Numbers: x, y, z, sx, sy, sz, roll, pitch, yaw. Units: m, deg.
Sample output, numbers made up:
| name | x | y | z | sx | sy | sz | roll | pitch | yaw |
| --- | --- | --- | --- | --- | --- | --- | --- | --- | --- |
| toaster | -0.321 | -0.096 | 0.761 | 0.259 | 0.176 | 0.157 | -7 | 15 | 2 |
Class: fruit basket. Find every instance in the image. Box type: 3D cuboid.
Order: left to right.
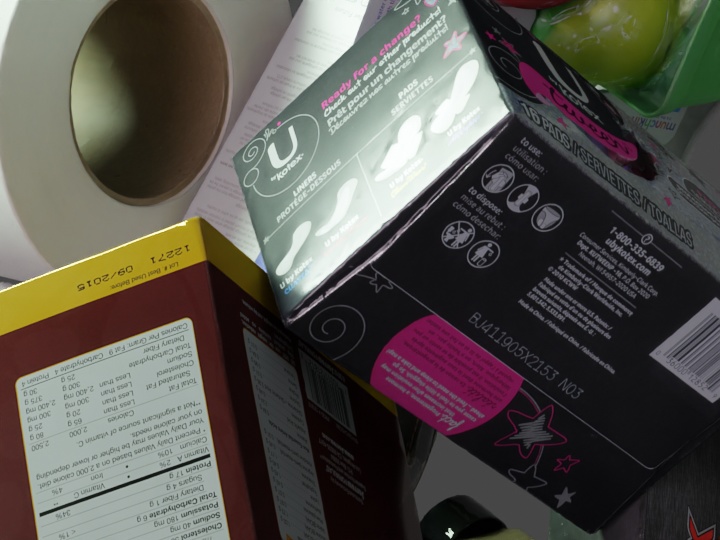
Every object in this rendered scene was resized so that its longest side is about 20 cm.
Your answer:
| name | x | y | z | sx | sy | sz | roll | pitch | yaw |
| --- | --- | --- | --- | --- | --- | --- | --- | --- | --- |
| fruit basket | 0.096 | -0.148 | 1.208 | 0.094 | 0.199 | 0.186 | 47 | 121 | 50 |

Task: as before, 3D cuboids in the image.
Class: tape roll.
| name | x | y | z | sx | sy | sz | roll | pitch | yaw |
| --- | --- | --- | --- | --- | --- | --- | --- | --- | --- |
| tape roll | -0.147 | -0.093 | 1.386 | 0.139 | 0.202 | 0.204 | 13 | 100 | 40 |

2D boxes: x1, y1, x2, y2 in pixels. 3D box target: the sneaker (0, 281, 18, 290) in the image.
| name | x | y | z | sx | sy | sz | roll | pitch | yaw |
| --- | --- | --- | --- | --- | --- | --- | --- | --- | --- |
| sneaker | -0.170 | 0.064 | 1.458 | 0.087 | 0.075 | 0.200 | 20 | 140 | -6 |

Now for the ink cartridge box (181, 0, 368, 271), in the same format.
| name | x | y | z | sx | sy | sz | roll | pitch | yaw |
| --- | --- | --- | --- | --- | --- | --- | --- | --- | --- |
| ink cartridge box | -0.020 | -0.049 | 1.351 | 0.094 | 0.037 | 0.201 | 23 | 77 | 34 |

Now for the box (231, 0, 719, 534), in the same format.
| name | x | y | z | sx | sy | sz | roll | pitch | yaw |
| --- | --- | --- | --- | --- | --- | --- | --- | --- | --- |
| box | 0.066 | -0.008 | 1.170 | 0.132 | 0.200 | 0.115 | -42 | 39 | 17 |

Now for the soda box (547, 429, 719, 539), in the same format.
| name | x | y | z | sx | sy | sz | roll | pitch | yaw |
| --- | --- | --- | --- | --- | --- | --- | --- | --- | --- |
| soda box | 0.121 | 0.142 | 1.221 | 0.071 | 0.063 | 0.201 | -31 | 41 | 44 |

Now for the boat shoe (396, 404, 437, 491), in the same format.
| name | x | y | z | sx | sy | sz | roll | pitch | yaw |
| --- | --- | --- | --- | --- | --- | --- | --- | --- | --- |
| boat shoe | -0.004 | 0.108 | 1.360 | 0.074 | 0.073 | 0.201 | 12 | 112 | -8 |

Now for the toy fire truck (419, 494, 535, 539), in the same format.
| name | x | y | z | sx | sy | sz | roll | pitch | yaw |
| --- | --- | --- | --- | --- | --- | --- | --- | --- | --- |
| toy fire truck | 0.003 | 0.217 | 1.321 | 0.128 | 0.175 | 0.201 | 34 | 125 | 44 |

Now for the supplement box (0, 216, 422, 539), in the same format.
| name | x | y | z | sx | sy | sz | roll | pitch | yaw |
| --- | --- | --- | --- | --- | --- | --- | --- | --- | --- |
| supplement box | -0.064 | 0.122 | 1.127 | 0.132 | 0.197 | 0.201 | -20 | 62 | 16 |
